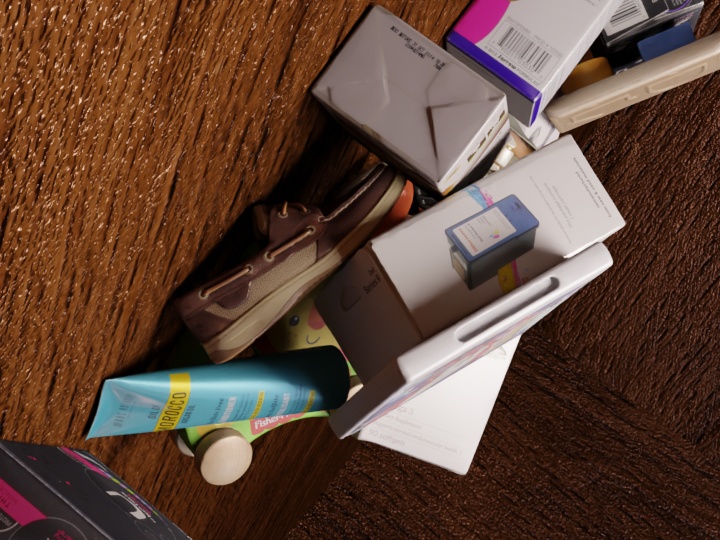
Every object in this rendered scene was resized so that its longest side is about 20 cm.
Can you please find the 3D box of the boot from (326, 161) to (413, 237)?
[{"bbox_3d":[0.000,0.000,1.227,0.075,0.107,0.200,27,98,-46],"label":"boot"}]

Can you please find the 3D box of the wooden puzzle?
[{"bbox_3d":[0.274,-0.198,1.388,0.185,0.046,0.200,-21,178,12],"label":"wooden puzzle"}]

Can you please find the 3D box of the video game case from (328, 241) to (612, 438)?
[{"bbox_3d":[0.076,0.056,1.020,0.182,0.023,0.200,-28,172,-21],"label":"video game case"}]

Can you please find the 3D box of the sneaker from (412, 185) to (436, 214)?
[{"bbox_3d":[0.083,-0.062,1.337,0.200,0.070,0.090,53,45,-54],"label":"sneaker"}]

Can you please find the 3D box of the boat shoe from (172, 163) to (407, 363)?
[{"bbox_3d":[-0.052,-0.021,1.007,0.200,0.072,0.072,-42,-175,-13],"label":"boat shoe"}]

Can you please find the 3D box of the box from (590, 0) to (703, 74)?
[{"bbox_3d":[0.282,-0.290,1.449,0.106,0.123,0.200,-22,174,8],"label":"box"}]

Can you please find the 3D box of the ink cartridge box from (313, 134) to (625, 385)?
[{"bbox_3d":[0.080,-0.005,1.057,0.199,0.088,0.145,-26,171,-25],"label":"ink cartridge box"}]

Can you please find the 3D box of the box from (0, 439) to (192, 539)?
[{"bbox_3d":[-0.196,0.190,0.904,0.106,0.122,0.200,-52,172,-5],"label":"box"}]

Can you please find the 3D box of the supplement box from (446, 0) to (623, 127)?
[{"bbox_3d":[0.175,-0.247,1.258,0.200,0.101,0.103,-53,172,-4],"label":"supplement box"}]

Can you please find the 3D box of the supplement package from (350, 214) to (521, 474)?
[{"bbox_3d":[0.063,0.064,1.253,0.201,0.117,0.117,-69,-159,0],"label":"supplement package"}]

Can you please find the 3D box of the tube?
[{"bbox_3d":[-0.105,0.091,1.036,0.199,0.050,0.078,-5,139,-29],"label":"tube"}]

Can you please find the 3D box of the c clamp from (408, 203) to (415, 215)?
[{"bbox_3d":[0.002,-0.016,1.356,0.200,0.027,0.171,11,109,-60],"label":"c clamp"}]

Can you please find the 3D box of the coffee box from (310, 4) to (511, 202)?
[{"bbox_3d":[0.045,-0.114,1.028,0.080,0.114,0.200,-53,171,2],"label":"coffee box"}]

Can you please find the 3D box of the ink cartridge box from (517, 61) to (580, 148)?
[{"bbox_3d":[0.160,-0.149,1.496,0.146,0.085,0.201,-47,154,-45],"label":"ink cartridge box"}]

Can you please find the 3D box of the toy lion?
[{"bbox_3d":[-0.063,0.053,1.111,0.199,0.069,0.192,-20,123,-24],"label":"toy lion"}]

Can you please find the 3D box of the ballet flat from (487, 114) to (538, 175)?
[{"bbox_3d":[0.145,-0.116,1.367,0.200,0.064,0.067,32,102,-38],"label":"ballet flat"}]
